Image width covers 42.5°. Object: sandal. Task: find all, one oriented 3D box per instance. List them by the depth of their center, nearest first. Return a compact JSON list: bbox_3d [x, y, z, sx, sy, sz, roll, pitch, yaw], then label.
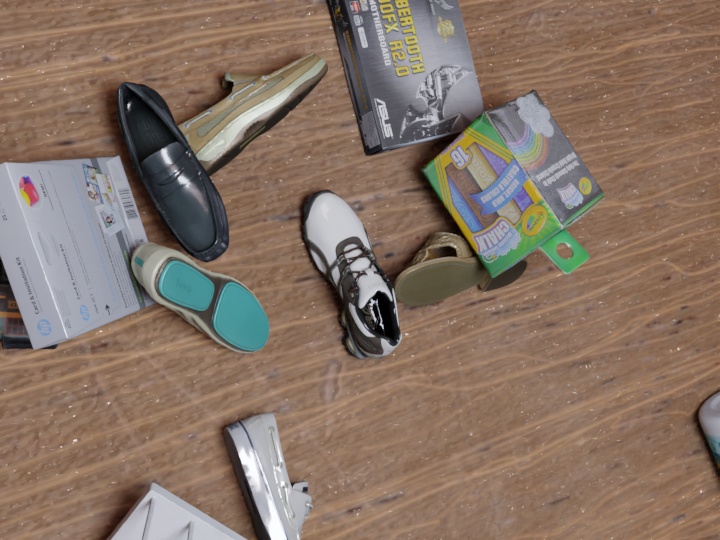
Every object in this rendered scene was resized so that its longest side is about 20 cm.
[{"bbox_3d":[0.107,-0.013,1.120,0.208,0.078,0.070,-6,50,-36],"label":"sandal"}]

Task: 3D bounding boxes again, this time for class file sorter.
[{"bbox_3d":[-0.164,0.338,0.890,0.199,0.125,0.139,36,106,-18],"label":"file sorter"}]

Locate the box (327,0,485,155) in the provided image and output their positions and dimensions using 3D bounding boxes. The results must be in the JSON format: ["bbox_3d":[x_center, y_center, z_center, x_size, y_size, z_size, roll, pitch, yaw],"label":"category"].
[{"bbox_3d":[0.057,-0.254,1.115,0.155,0.048,0.205,-15,93,-25],"label":"box"}]

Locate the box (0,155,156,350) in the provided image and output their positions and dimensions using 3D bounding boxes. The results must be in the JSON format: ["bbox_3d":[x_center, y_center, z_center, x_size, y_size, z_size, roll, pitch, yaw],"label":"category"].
[{"bbox_3d":[-0.264,-0.025,0.873,0.040,0.200,0.159,-17,95,14],"label":"box"}]

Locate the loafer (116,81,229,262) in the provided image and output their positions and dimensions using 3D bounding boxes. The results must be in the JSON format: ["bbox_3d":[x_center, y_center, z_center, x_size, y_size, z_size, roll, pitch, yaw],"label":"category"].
[{"bbox_3d":[-0.196,-0.101,0.938,0.067,0.070,0.203,-30,77,5],"label":"loafer"}]

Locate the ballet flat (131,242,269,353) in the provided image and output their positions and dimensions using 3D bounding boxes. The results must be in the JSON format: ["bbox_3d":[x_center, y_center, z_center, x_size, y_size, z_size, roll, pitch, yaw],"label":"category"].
[{"bbox_3d":[-0.167,0.028,0.965,0.200,0.068,0.071,46,64,-52],"label":"ballet flat"}]

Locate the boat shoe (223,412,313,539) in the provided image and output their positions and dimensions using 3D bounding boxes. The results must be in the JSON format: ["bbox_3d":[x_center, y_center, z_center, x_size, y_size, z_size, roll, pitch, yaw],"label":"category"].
[{"bbox_3d":[-0.083,0.252,0.998,0.069,0.071,0.204,-20,88,-22],"label":"boat shoe"}]

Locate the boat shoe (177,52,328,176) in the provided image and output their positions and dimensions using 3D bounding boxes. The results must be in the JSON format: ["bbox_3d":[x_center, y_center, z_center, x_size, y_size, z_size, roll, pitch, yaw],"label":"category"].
[{"bbox_3d":[-0.123,-0.190,1.016,0.199,0.072,0.076,-42,91,-22],"label":"boat shoe"}]

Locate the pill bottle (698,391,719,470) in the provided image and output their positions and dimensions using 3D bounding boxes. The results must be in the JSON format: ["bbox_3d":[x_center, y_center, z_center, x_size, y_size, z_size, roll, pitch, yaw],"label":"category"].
[{"bbox_3d":[0.551,0.266,1.272,0.110,0.110,0.203,-28,97,-24],"label":"pill bottle"}]

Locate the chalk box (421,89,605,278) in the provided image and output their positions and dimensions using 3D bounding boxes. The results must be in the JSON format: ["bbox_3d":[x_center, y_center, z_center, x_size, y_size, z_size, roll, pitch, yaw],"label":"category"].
[{"bbox_3d":[0.191,-0.084,1.085,0.124,0.123,0.202,-28,84,-46],"label":"chalk box"}]

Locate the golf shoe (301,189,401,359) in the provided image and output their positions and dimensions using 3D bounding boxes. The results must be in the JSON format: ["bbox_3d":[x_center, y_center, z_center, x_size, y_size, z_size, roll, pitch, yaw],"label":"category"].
[{"bbox_3d":[0.000,0.000,1.043,0.077,0.094,0.204,-25,95,-23],"label":"golf shoe"}]

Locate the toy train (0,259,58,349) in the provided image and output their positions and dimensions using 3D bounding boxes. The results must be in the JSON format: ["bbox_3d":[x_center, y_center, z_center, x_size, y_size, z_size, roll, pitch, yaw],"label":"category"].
[{"bbox_3d":[-0.366,0.015,0.877,0.196,0.085,0.117,4,93,-25],"label":"toy train"}]
